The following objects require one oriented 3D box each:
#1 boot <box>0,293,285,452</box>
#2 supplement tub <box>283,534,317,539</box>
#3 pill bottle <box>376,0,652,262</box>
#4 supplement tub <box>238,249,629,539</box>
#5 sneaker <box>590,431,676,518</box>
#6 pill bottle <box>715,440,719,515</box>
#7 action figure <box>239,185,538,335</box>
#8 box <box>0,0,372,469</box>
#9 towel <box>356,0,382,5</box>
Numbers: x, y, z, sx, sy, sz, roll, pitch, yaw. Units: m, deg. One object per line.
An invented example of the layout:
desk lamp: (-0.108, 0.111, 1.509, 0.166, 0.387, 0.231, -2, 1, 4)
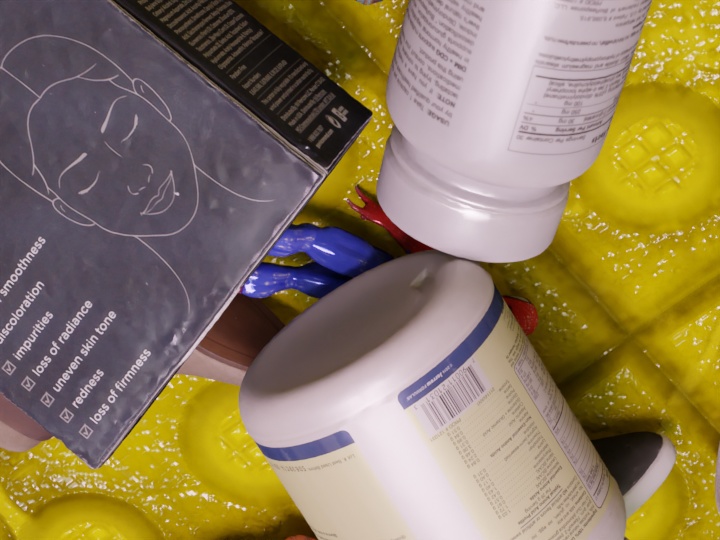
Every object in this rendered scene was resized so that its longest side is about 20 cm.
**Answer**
boot: (-0.146, 0.045, 1.578, 0.199, 0.070, 0.146, 34, 120, -9)
supplement tub: (-0.086, 0.240, 1.653, 0.200, 0.123, 0.123, -37, 111, 23)
pill bottle: (0.076, -0.112, 1.435, 0.113, 0.114, 0.201, 15, 121, -4)
supplement tub: (0.045, 0.107, 1.484, 0.144, 0.145, 0.201, -26, 108, 19)
sneaker: (0.066, 0.108, 1.592, 0.199, 0.071, 0.100, -22, 113, 14)
pill bottle: (0.295, 0.102, 1.543, 0.199, 0.116, 0.116, 14, 121, -4)
action figure: (0.000, 0.000, 1.547, 0.199, 0.052, 0.066, 18, 126, -9)
box: (-0.135, -0.050, 1.439, 0.196, 0.124, 0.200, 38, 110, -2)
towel: (-0.037, -0.232, 1.428, 0.146, 0.022, 0.201, 12, 121, -2)
